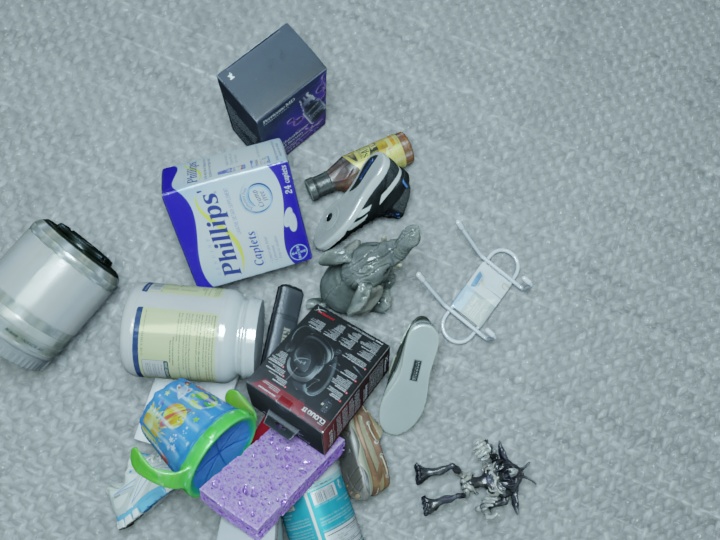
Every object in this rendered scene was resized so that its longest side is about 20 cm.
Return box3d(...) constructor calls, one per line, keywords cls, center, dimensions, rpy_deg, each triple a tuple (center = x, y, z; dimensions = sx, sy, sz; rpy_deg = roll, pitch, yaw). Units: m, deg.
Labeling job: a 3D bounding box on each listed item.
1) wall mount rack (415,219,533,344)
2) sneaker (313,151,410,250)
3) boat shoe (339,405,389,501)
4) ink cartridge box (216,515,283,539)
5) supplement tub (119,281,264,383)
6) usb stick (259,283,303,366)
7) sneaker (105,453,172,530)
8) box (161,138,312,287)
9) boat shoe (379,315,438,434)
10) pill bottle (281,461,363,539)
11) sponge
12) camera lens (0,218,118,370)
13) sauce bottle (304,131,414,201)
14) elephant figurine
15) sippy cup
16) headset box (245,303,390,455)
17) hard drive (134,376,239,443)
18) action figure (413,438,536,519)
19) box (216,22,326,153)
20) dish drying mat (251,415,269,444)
box3d(cls="wall mount rack", center=(0.193, 0.020, 1.064), dimensions=(0.173, 0.075, 0.201), rpy_deg=(38, 78, 4))
box3d(cls="sneaker", center=(0.015, -0.097, 1.079), dimensions=(0.111, 0.073, 0.201), rpy_deg=(28, 109, -38))
box3d(cls="boat shoe", center=(-0.003, 0.269, 1.012), dimensions=(0.071, 0.076, 0.203), rpy_deg=(-1, 68, -34))
box3d(cls="ink cartridge box", center=(-0.152, 0.442, 0.886), dimensions=(0.082, 0.145, 0.203), rpy_deg=(-4, 108, -3))
box3d(cls="supplement tub", center=(-0.255, 0.098, 0.959), dimensions=(0.197, 0.145, 0.147), rpy_deg=(5, 79, -3))
box3d(cls="usb stick", center=(-0.136, 0.122, 1.031), dimensions=(0.032, 0.055, 0.203), rpy_deg=(-2, 70, 39))
box3d(cls="sneaker", center=(-0.317, 0.313, 0.963), dimensions=(0.199, 0.075, 0.087), rpy_deg=(-37, 79, 2))
box3d(cls="box", center=(-0.196, -0.089, 0.997), dimensions=(0.197, 0.105, 0.186), rpy_deg=(-16, 125, -6))
box3d(cls="boat shoe", center=(0.082, 0.174, 1.028), dimensions=(0.070, 0.064, 0.203), rpy_deg=(18, 101, -5))
box3d(cls="pill bottle", center=(-0.058, 0.402, 0.956), dimensions=(0.109, 0.111, 0.203), rpy_deg=(-19, 81, -7))
box3d(cls="sponge", center=(-0.123, 0.291, 0.902), dimensions=(0.110, 0.030, 0.199), rpy_deg=(21, 35, 28))
box3d(cls="camera lens", center=(-0.499, 0.033, 0.974), dimensions=(0.159, 0.160, 0.201), rpy_deg=(38, 79, 4))
box3d(cls="sauce bottle", center=(-0.003, -0.181, 1.095), dimensions=(0.198, 0.066, 0.067), rpy_deg=(-25, 81, -10))
box3d(cls="elephant figurine", center=(0.000, 0.000, 0.991), dimensions=(0.140, 0.200, 0.157), rpy_deg=(21, 78, 0))
box3d(cls="sippy cup", center=(-0.242, 0.231, 0.892), dimensions=(0.129, 0.178, 0.141), rpy_deg=(31, 83, 20))
box3d(cls="headset box", center=(-0.068, 0.170, 0.953), dimensions=(0.148, 0.078, 0.200), rpy_deg=(26, 55, 22))
box3d(cls="hard drive", center=(-0.277, 0.197, 1.025), dimensions=(0.130, 0.025, 0.203), rpy_deg=(17, 78, 0))
box3d(cls="action figure", center=(0.191, 0.339, 0.990), dimensions=(0.197, 0.102, 0.120), rpy_deg=(-9, 68, -4))
box3d(cls="box", center=(-0.142, -0.285, 1.038), dimensions=(0.148, 0.200, 0.105), rpy_deg=(-41, 84, -10))
box3d(cls="dish drying mat", center=(-0.108, 0.226, 1.022), dimensions=(0.076, 0.018, 0.201), rpy_deg=(26, 77, 28))
